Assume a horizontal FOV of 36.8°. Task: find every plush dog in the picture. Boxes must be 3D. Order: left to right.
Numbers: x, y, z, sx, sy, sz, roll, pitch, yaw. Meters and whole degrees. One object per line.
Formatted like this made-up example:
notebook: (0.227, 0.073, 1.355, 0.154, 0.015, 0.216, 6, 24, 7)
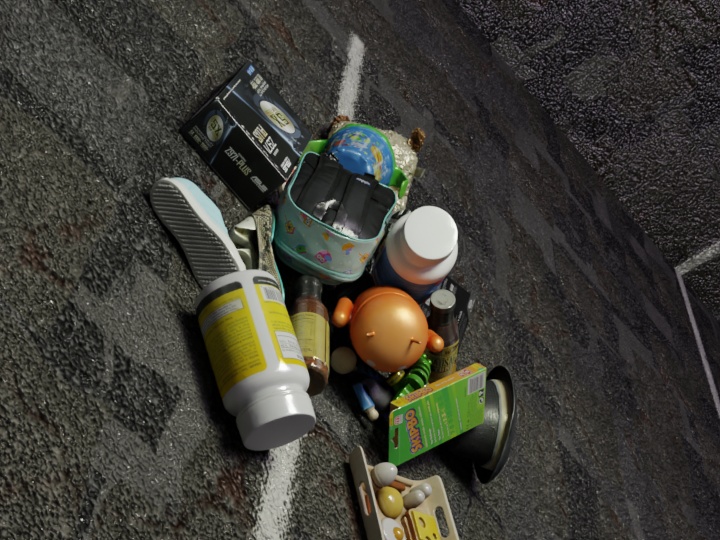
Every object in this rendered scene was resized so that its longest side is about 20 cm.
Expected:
plush dog: (0.015, -0.215, 2.004, 0.169, 0.161, 0.202, 13, 43, -23)

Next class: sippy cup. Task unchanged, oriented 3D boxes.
sippy cup: (-0.014, -0.174, 1.859, 0.130, 0.175, 0.142, -59, 133, -70)

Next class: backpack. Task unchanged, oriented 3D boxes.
backpack: (-0.049, -0.070, 1.645, 0.174, 0.155, 0.201, 28, 23, -5)

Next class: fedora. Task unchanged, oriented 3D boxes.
fedora: (0.182, 0.240, 1.750, 0.090, 0.202, 0.202, 14, 37, -11)

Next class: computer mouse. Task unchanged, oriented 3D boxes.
computer mouse: (0.000, 0.000, 1.769, 0.142, 0.045, 0.200, 68, 23, -8)

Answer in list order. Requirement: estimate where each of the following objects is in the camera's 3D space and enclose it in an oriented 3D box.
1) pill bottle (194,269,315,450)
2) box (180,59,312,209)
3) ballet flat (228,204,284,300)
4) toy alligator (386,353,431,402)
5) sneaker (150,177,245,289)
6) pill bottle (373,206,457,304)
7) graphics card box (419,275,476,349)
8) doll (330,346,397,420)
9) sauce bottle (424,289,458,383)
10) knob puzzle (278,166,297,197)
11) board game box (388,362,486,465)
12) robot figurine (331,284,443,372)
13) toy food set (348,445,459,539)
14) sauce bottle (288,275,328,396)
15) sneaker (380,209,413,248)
pill bottle: (-0.130, 0.112, 1.350, 0.114, 0.114, 0.202, 19, 43, -52)
box: (-0.174, -0.217, 1.704, 0.164, 0.086, 0.201, 49, 25, -14)
ballet flat: (-0.154, -0.024, 1.544, 0.074, 0.068, 0.202, 12, 46, -25)
toy alligator: (0.086, 0.152, 1.647, 0.059, 0.054, 0.200, 48, 23, -6)
sneaker: (-0.200, -0.045, 1.464, 0.202, 0.073, 0.082, 58, 28, 3)
pill bottle: (0.087, -0.023, 1.654, 0.113, 0.111, 0.200, 60, -16, 11)
graphics card box: (0.113, 0.062, 1.836, 0.199, 0.050, 0.127, 33, 71, -45)
doll: (0.028, 0.181, 1.630, 0.199, 0.048, 0.137, 39, 24, -25)
sauce bottle: (0.126, 0.114, 1.741, 0.202, 0.065, 0.067, 87, -6, -47)
knob puzzle: (-0.069, -0.103, 1.823, 0.219, 0.030, 0.221, 41, 29, -28)
board game box: (0.110, 0.214, 1.599, 0.198, 0.030, 0.097, -21, 121, -39)
robot figurine: (0.037, 0.084, 1.591, 0.145, 0.116, 0.200, 53, 0, -7)
toy food set: (0.068, 0.332, 1.502, 0.199, 0.060, 0.145, 28, 36, -45)
sauce bottle: (-0.075, 0.087, 1.523, 0.066, 0.066, 0.201, 42, 27, -27)
sneaker: (0.073, -0.058, 1.902, 0.199, 0.078, 0.091, 34, -12, 46)
